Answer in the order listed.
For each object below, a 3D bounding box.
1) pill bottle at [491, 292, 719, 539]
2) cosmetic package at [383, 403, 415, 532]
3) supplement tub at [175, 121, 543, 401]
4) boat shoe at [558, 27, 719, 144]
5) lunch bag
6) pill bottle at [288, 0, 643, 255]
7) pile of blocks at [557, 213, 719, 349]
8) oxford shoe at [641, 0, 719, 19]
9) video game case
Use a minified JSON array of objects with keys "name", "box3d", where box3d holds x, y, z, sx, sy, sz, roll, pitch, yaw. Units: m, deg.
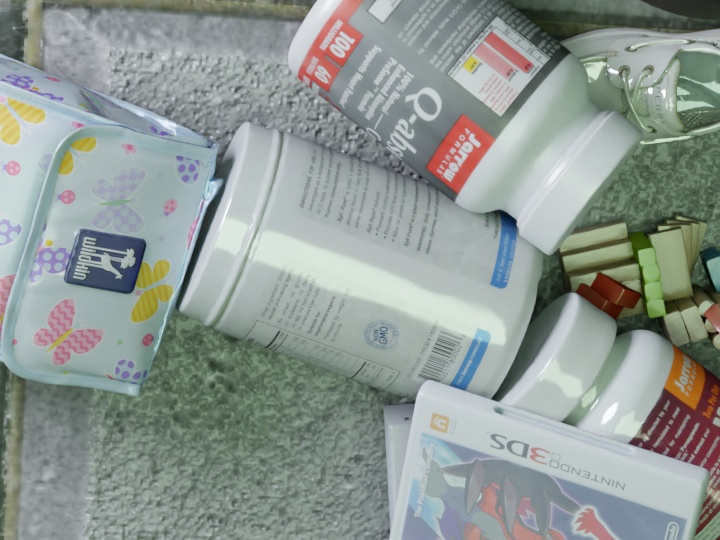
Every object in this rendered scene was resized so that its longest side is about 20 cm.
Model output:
[{"name":"pill bottle","box3d":[0.184,0.106,1.706,0.200,0.110,0.110,36,99,-11]},{"name":"cosmetic package","box3d":[0.119,0.157,1.793,0.200,0.052,0.151,-4,106,-4]},{"name":"supplement tub","box3d":[0.000,0.000,1.703,0.200,0.132,0.132,21,101,-9]},{"name":"boat shoe","box3d":[0.185,-0.114,1.721,0.200,0.069,0.071,-10,108,-1]},{"name":"lunch bag","box3d":[-0.198,-0.032,1.669,0.200,0.127,0.170,22,102,2]},{"name":"pill bottle","box3d":[0.065,-0.108,1.664,0.200,0.116,0.116,38,98,5]},{"name":"pile of blocks","box3d":[0.222,0.015,1.761,0.200,0.062,0.082,11,103,-8]},{"name":"oxford shoe","box3d":[0.221,-0.199,1.716,0.200,0.071,0.071,17,66,-2]},{"name":"video game case","box3d":[0.106,0.180,1.689,0.182,0.023,0.200,17,121,13]}]
